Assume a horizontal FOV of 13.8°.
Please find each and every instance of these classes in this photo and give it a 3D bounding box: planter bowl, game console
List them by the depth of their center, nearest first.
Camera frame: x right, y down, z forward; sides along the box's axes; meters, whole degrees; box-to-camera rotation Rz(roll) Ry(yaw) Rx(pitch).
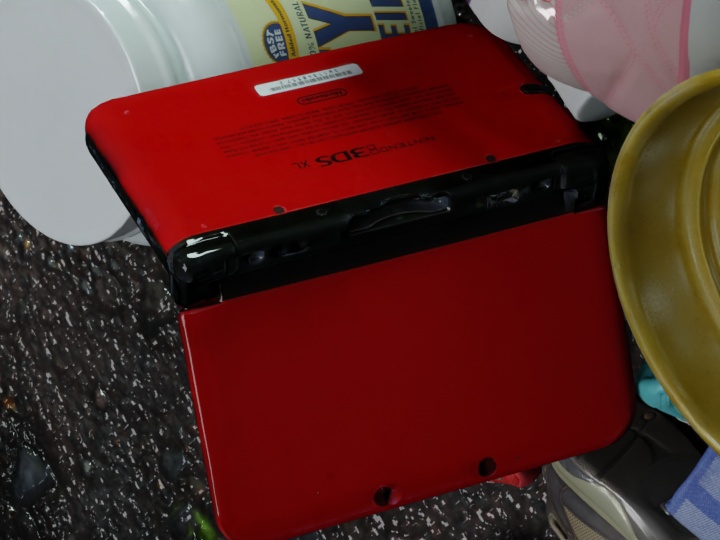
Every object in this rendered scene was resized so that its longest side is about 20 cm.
[{"bbox_3d":[0.196,-0.002,1.116,0.200,0.083,0.201,28,135,32],"label":"planter bowl"},{"bbox_3d":[0.000,0.000,1.271,0.172,0.200,0.119,53,148,43],"label":"game console"}]

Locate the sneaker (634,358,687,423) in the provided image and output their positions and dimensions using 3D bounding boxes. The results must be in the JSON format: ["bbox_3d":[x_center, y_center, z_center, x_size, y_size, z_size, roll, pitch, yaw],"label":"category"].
[{"bbox_3d":[0.166,-0.017,1.246,0.078,0.079,0.200,-95,14,-63],"label":"sneaker"}]

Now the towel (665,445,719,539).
[{"bbox_3d":[0.238,0.111,1.237,0.200,0.024,0.147,36,128,11],"label":"towel"}]

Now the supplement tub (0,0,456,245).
[{"bbox_3d":[-0.067,-0.093,1.388,0.145,0.200,0.145,17,116,41],"label":"supplement tub"}]

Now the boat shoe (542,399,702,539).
[{"bbox_3d":[0.156,0.142,1.345,0.200,0.074,0.073,50,144,32],"label":"boat shoe"}]

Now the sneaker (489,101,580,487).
[{"bbox_3d":[0.081,0.012,1.383,0.085,0.077,0.200,22,121,16],"label":"sneaker"}]

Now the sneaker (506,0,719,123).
[{"bbox_3d":[0.106,-0.123,1.133,0.104,0.075,0.200,25,154,13],"label":"sneaker"}]

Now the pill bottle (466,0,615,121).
[{"bbox_3d":[0.079,-0.169,1.279,0.112,0.112,0.200,-42,73,44],"label":"pill bottle"}]
